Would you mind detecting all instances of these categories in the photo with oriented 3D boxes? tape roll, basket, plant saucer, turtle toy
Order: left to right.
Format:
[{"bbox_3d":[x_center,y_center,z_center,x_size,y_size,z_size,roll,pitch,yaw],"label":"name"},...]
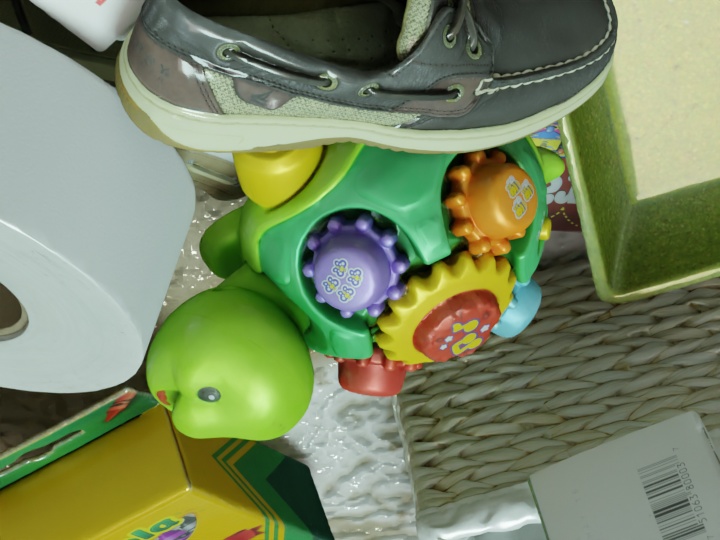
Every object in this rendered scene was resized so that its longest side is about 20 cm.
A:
[{"bbox_3d":[-0.168,-0.026,0.698,0.201,0.071,0.203,13,156,6],"label":"tape roll"},{"bbox_3d":[0.000,0.000,0.749,0.199,0.101,0.146,-26,147,-8],"label":"turtle toy"},{"bbox_3d":[0.122,0.109,0.905,0.199,0.161,0.199,-13,136,0],"label":"basket"},{"bbox_3d":[0.174,-0.102,0.764,0.199,0.048,0.201,-16,122,3],"label":"plant saucer"}]

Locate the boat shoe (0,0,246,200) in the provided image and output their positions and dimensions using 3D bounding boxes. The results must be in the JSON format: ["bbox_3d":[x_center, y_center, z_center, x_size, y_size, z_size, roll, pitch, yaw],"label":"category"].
[{"bbox_3d":[-0.112,-0.073,0.728,0.199,0.075,0.069,15,124,-27],"label":"boat shoe"}]

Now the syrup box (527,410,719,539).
[{"bbox_3d":[0.143,0.158,0.788,0.081,0.079,0.200,-22,136,7],"label":"syrup box"}]

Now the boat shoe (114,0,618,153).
[{"bbox_3d":[0.012,-0.086,0.656,0.200,0.072,0.066,-7,155,-21],"label":"boat shoe"}]

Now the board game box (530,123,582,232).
[{"bbox_3d":[0.079,-0.062,0.825,0.199,0.020,0.103,3,135,-16],"label":"board game box"}]

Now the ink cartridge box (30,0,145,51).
[{"bbox_3d":[-0.110,-0.190,0.603,0.144,0.085,0.200,-36,131,22],"label":"ink cartridge box"}]

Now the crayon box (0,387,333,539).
[{"bbox_3d":[-0.111,0.125,0.888,0.126,0.051,0.200,-28,154,14],"label":"crayon box"}]
